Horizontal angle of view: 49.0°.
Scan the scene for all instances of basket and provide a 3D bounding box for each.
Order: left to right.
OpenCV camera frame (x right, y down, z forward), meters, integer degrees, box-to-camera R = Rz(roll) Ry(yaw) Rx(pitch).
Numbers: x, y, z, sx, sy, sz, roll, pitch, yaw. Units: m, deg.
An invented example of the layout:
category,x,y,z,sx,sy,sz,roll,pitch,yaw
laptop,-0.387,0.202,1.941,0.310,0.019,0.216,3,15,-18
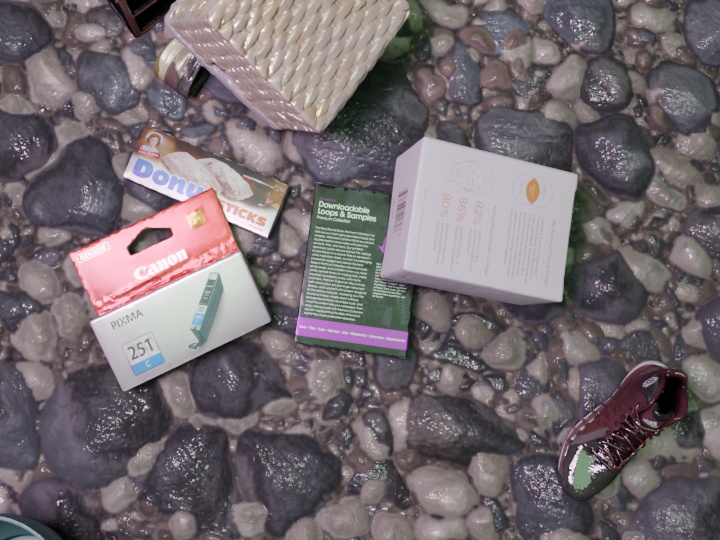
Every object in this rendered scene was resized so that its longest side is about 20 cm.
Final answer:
category,x,y,z,sx,sy,sz,roll,pitch,yaw
basket,-0.084,-0.293,0.917,0.198,0.160,0.201,41,84,-29

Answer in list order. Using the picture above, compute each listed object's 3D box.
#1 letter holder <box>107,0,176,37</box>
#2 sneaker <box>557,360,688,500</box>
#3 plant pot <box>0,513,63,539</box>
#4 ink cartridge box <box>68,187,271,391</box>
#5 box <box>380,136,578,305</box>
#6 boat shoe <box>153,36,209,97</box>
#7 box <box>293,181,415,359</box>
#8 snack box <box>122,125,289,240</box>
category,x,y,z,sx,sy,sz,roll,pitch,yaw
letter holder,-0.296,-0.430,0.994,0.141,0.101,0.201,-38,86,-7
sneaker,0.312,0.186,0.927,0.075,0.116,0.201,38,83,3
plant pot,-0.395,0.365,0.877,0.196,0.134,0.205,0,82,-2
ink cartridge box,-0.231,0.021,0.954,0.197,0.045,0.179,-25,96,-5
box,0.138,-0.052,0.936,0.196,0.106,0.155,12,82,-13
boat shoe,-0.173,-0.303,0.999,0.066,0.072,0.201,43,89,-2
box,0.000,0.000,0.982,0.140,0.036,0.204,8,84,-2
snack box,-0.192,-0.110,0.995,0.197,0.024,0.073,23,85,1
